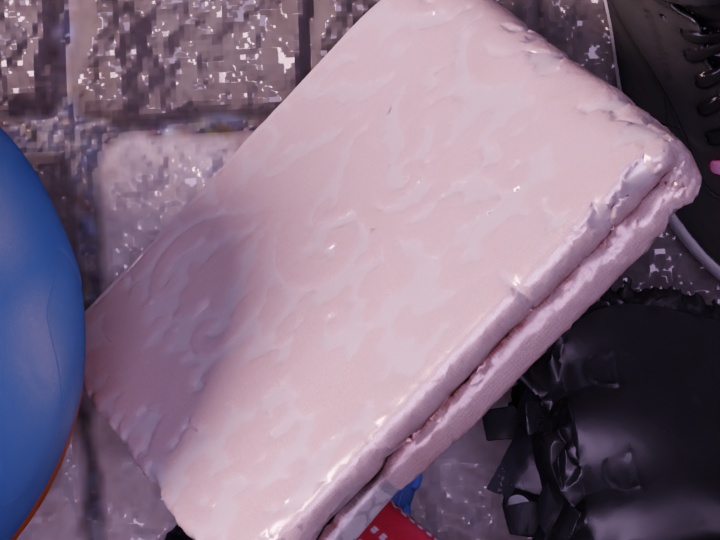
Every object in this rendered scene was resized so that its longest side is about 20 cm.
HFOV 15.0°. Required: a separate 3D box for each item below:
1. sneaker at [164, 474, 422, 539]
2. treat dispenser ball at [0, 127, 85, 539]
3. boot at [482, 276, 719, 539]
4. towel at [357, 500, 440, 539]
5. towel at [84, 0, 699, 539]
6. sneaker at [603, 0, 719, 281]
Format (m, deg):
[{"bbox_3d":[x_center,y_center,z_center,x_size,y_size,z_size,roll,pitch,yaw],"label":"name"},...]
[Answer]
[{"bbox_3d":[-0.009,0.083,0.940,0.078,0.066,0.200,37,91,-9],"label":"sneaker"},{"bbox_3d":[-0.188,0.023,0.875,0.200,0.201,0.202,0,88,1],"label":"treat dispenser ball"},{"bbox_3d":[0.138,0.091,0.907,0.197,0.073,0.163,7,50,-18],"label":"boot"},{"bbox_3d":[-0.027,0.169,0.914,0.145,0.023,0.200,40,101,-19],"label":"towel"},{"bbox_3d":[0.000,0.000,0.878,0.191,0.200,0.032,-47,120,2],"label":"towel"},{"bbox_3d":[0.120,-0.080,0.922,0.070,0.099,0.201,-18,89,-1],"label":"sneaker"}]
